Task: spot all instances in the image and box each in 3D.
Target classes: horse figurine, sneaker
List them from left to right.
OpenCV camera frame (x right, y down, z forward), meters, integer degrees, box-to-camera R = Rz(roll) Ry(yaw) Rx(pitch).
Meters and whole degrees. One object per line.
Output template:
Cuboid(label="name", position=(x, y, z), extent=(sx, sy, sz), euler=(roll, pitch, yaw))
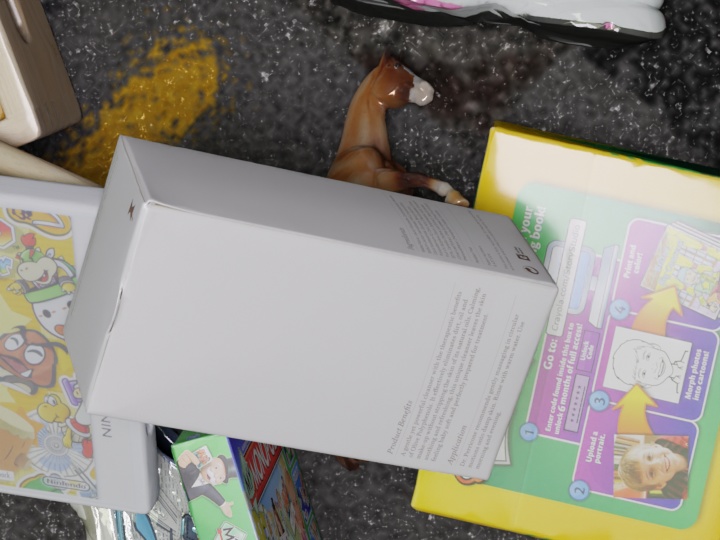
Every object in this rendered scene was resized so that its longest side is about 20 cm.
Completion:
Cuboid(label="sneaker", position=(-0.103, 0.134, 1.252), extent=(0.086, 0.078, 0.201), euler=(-21, 95, 5))
Cuboid(label="horse figurine", position=(0.000, 0.000, 1.216), extent=(0.050, 0.133, 0.201), euler=(6, 116, -36))
Cuboid(label="sneaker", position=(0.058, -0.167, 1.204), extent=(0.199, 0.080, 0.087), euler=(8, 87, -4))

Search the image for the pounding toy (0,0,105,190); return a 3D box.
Cuboid(label="pounding toy", position=(-0.230, -0.101, 1.197), extent=(0.183, 0.142, 0.201), euler=(-20, 96, 8))

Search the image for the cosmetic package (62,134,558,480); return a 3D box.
Cuboid(label="cosmetic package", position=(-0.024, 0.018, 1.093), extent=(0.199, 0.085, 0.108), euler=(13, 112, -19))

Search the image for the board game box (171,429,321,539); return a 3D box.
Cuboid(label="board game box", position=(-0.049, 0.127, 1.181), extent=(0.029, 0.200, 0.135), euler=(-15, 96, 5))

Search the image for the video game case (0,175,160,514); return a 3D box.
Cuboid(label="video game case", position=(-0.200, 0.031, 1.174), extent=(0.199, 0.023, 0.183), euler=(8, 125, 12))

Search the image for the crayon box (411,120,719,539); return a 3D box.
Cuboid(label="crayon box", position=(0.129, 0.040, 1.225), extent=(0.171, 0.058, 0.201), euler=(13, 98, 5))
